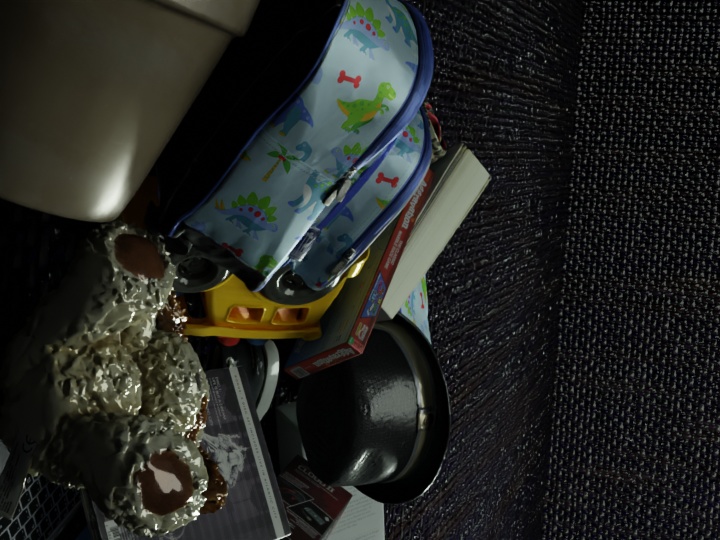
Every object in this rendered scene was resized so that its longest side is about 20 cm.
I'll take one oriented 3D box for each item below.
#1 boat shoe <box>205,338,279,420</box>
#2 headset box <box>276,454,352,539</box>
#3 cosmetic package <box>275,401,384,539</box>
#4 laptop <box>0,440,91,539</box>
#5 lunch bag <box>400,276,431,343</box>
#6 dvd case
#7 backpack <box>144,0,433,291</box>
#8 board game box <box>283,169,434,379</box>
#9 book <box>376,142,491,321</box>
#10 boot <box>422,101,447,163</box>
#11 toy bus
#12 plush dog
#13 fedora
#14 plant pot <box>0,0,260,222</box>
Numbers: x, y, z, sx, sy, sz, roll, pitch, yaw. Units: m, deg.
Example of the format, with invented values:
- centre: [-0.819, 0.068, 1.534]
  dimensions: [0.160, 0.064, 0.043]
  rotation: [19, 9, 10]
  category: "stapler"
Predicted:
- centre: [-0.132, 0.155, 0.998]
  dimensions: [0.060, 0.075, 0.203]
  rotation: [7, 99, -32]
  category: "boat shoe"
- centre: [-0.094, 0.282, 1.028]
  dimensions: [0.150, 0.075, 0.200]
  rotation: [-61, 170, 25]
  category: "headset box"
- centre: [-0.033, 0.244, 1.211]
  dimensions: [0.100, 0.071, 0.203]
  rotation: [-13, 114, -27]
  category: "cosmetic package"
- centre: [-0.179, 0.174, 0.790]
  dimensions: [0.188, 0.114, 0.203]
  rotation: [-55, 145, -54]
  category: "laptop"
- centre: [0.020, 0.037, 1.182]
  dimensions: [0.161, 0.081, 0.203]
  rotation: [40, 44, -59]
  category: "lunch bag"
- centre: [-0.140, 0.156, 0.836]
  dimensions: [0.199, 0.016, 0.151]
  rotation: [-3, 72, -56]
  category: "dvd case"
- centre: [-0.036, -0.104, 0.724]
  dimensions: [0.146, 0.200, 0.184]
  rotation: [30, 26, -29]
  category: "backpack"
- centre: [0.000, 0.000, 0.956]
  dimensions: [0.019, 0.102, 0.202]
  rotation: [37, 55, -21]
  category: "board game box"
- centre: [0.029, -0.027, 1.051]
  dimensions: [0.048, 0.133, 0.201]
  rotation: [47, 57, -21]
  category: "book"
- centre: [0.015, -0.113, 1.097]
  dimensions: [0.074, 0.152, 0.204]
  rotation: [64, 10, -5]
  category: "boot"
- centre: [-0.114, -0.006, 0.888]
  dimensions: [0.193, 0.197, 0.137]
  rotation: [116, -32, -44]
  category: "toy bus"
- centre: [-0.163, 0.088, 0.730]
  dimensions: [0.171, 0.158, 0.203]
  rotation: [25, 50, -64]
  category: "plush dog"
- centre: [-0.005, 0.135, 1.025]
  dimensions: [0.091, 0.199, 0.204]
  rotation: [-11, 107, -44]
  category: "fedora"
- centre: [-0.175, -0.131, 0.649]
  dimensions: [0.200, 0.198, 0.176]
  rotation: [-2, 114, -69]
  category: "plant pot"
